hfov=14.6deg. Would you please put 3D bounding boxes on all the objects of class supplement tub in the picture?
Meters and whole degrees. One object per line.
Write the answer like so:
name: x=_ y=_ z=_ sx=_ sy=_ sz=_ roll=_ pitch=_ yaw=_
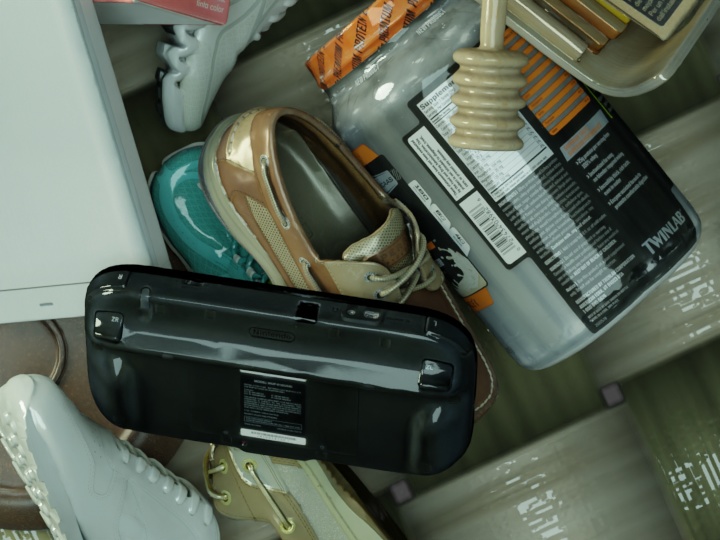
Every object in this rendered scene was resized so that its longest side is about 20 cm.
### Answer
supplement tub: x=0.070 y=-0.059 z=1.436 sx=0.122 sy=0.123 sz=0.200 roll=-39 pitch=93 yaw=5

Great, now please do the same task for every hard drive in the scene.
hard drive: x=-0.178 y=-0.070 z=1.410 sx=0.131 sy=0.027 sz=0.201 roll=-5 pitch=112 yaw=25

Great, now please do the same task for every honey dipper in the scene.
honey dipper: x=0.067 y=-0.158 z=1.343 sx=0.038 sy=0.038 sz=0.201 roll=4 pitch=97 yaw=1

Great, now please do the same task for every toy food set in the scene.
toy food set: x=0.100 y=-0.191 z=1.411 sx=0.200 sy=0.144 sz=0.060 roll=37 pitch=138 yaw=-2

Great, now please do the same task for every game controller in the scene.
game controller: x=-0.041 y=0.051 z=1.399 sx=0.199 sy=0.042 sz=0.105 roll=9 pitch=139 yaw=8

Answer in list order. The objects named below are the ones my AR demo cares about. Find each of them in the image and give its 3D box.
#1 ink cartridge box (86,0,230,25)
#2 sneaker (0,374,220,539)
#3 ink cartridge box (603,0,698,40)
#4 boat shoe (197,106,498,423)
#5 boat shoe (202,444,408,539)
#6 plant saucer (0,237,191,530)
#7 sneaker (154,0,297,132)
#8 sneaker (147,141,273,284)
ink cartridge box: x=-0.112 y=-0.228 z=1.416 sx=0.116 sy=0.067 sz=0.201 roll=6 pitch=87 yaw=44
sneaker: x=-0.124 y=0.123 z=1.467 sx=0.080 sy=0.076 sz=0.201 roll=-30 pitch=124 yaw=-7
ink cartridge box: x=0.185 y=-0.235 z=1.350 sx=0.075 sy=0.165 sz=0.200 roll=32 pitch=52 yaw=-3
boat shoe: x=0.000 y=0.000 z=1.408 sx=0.200 sy=0.072 sz=0.076 roll=47 pitch=59 yaw=-10
boat shoe: x=-0.047 y=0.108 z=1.478 sx=0.066 sy=0.074 sz=0.200 roll=-37 pitch=98 yaw=5
plant saucer: x=-0.181 y=0.043 z=1.499 sx=0.199 sy=0.034 sz=0.202 roll=0 pitch=97 yaw=2
sneaker: x=-0.049 y=-0.160 z=1.459 sx=0.081 sy=0.075 sz=0.201 roll=21 pitch=98 yaw=-12
sneaker: x=-0.033 y=0.014 z=1.468 sx=0.077 sy=0.080 sz=0.200 roll=-41 pitch=92 yaw=6
